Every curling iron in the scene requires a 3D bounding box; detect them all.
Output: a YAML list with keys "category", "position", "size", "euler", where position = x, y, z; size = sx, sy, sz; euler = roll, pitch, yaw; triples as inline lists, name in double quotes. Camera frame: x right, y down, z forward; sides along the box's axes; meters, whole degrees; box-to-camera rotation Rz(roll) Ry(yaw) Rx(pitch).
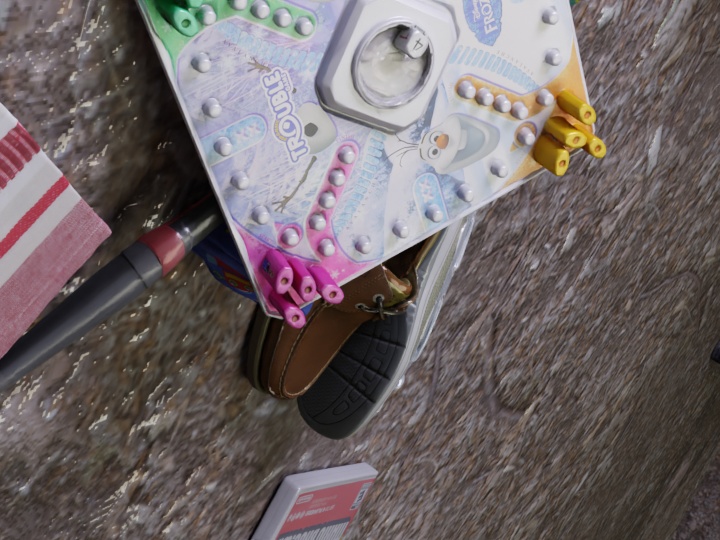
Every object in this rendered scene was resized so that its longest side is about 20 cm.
- category: "curling iron"
  position: [-0.104, -0.013, 0.642]
  size: [0.200, 0.049, 0.026]
  euler: [-47, 154, -11]

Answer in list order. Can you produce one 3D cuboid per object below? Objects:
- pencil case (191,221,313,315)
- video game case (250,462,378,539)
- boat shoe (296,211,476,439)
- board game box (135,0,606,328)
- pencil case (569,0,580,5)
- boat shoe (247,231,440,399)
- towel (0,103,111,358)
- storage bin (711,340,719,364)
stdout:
- category: "pencil case"
  position: [-0.006, -0.066, 0.712]
  size: [0.201, 0.078, 0.087]
  euler: [-52, 133, -10]
- category: "video game case"
  position: [-0.066, 0.244, 1.059]
  size: [0.202, 0.017, 0.143]
  euler: [-62, 157, 10]
- category: "boat shoe"
  position: [0.023, 0.017, 0.885]
  size: [0.065, 0.074, 0.204]
  euler: [11, 103, -60]
- category: "board game box"
  position: [0.016, -0.095, 0.621]
  size: [0.198, 0.026, 0.202]
  euler: [-29, 126, -13]
- category: "pencil case"
  position: [0.082, -0.196, 0.717]
  size: [0.199, 0.087, 0.088]
  euler: [3, 118, -62]
- category: "boat shoe"
  position: [0.000, 0.000, 0.820]
  size: [0.202, 0.068, 0.072]
  euler: [-62, 156, 11]
- category: "towel"
  position: [-0.184, -0.011, 0.509]
  size: [0.144, 0.023, 0.200]
  euler: [-50, 154, -12]
- category: "storage bin"
  position: [0.671, 0.119, 2.252]
  size: [0.136, 0.093, 0.199]
  euler: [-60, 156, 6]
